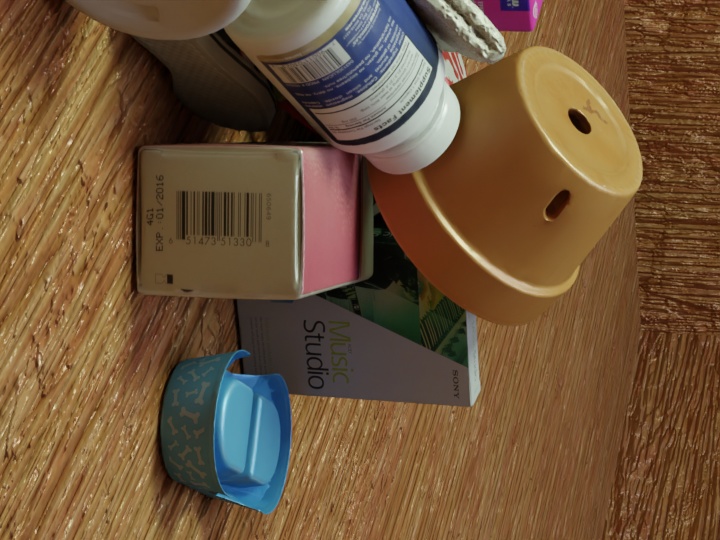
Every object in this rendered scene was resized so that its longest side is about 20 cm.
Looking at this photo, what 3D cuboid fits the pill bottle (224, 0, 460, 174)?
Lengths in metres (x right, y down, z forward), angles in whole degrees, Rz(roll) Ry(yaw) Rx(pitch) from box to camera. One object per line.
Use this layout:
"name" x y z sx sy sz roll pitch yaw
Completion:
"pill bottle" -0.007 -0.153 1.442 0.200 0.110 0.112 45 47 -49

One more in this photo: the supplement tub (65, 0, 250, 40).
"supplement tub" -0.116 -0.263 1.279 0.145 0.144 0.201 71 26 -54

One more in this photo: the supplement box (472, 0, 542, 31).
"supplement box" 0.069 -0.290 1.865 0.104 0.198 0.102 -70 157 -48

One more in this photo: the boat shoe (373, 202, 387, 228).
"boat shoe" 0.000 -0.001 1.724 0.201 0.063 0.074 -37 162 -10

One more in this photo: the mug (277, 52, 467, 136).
"mug" 0.004 -0.172 1.712 0.133 0.176 0.201 -129 -164 -83

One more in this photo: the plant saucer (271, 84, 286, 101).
"plant saucer" -0.022 -0.256 1.564 0.199 0.048 0.201 -29 103 -43

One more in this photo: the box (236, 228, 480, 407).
"box" -0.003 0.035 1.652 0.036 0.198 0.145 -59 148 -62

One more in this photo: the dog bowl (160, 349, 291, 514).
"dog bowl" -0.104 0.126 1.580 0.200 0.049 0.112 47 48 -71

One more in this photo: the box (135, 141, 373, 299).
"box" -0.074 -0.041 1.509 0.200 0.127 0.110 -16 107 -75

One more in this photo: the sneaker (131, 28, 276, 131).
"sneaker" -0.105 -0.170 1.466 0.200 0.078 0.080 55 46 -64

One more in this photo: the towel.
"towel" 0.018 -0.226 1.469 0.200 0.034 0.133 44 -2 -19

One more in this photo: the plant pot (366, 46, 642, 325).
"plant pot" 0.122 -0.078 1.564 0.199 0.140 0.201 30 38 -28
